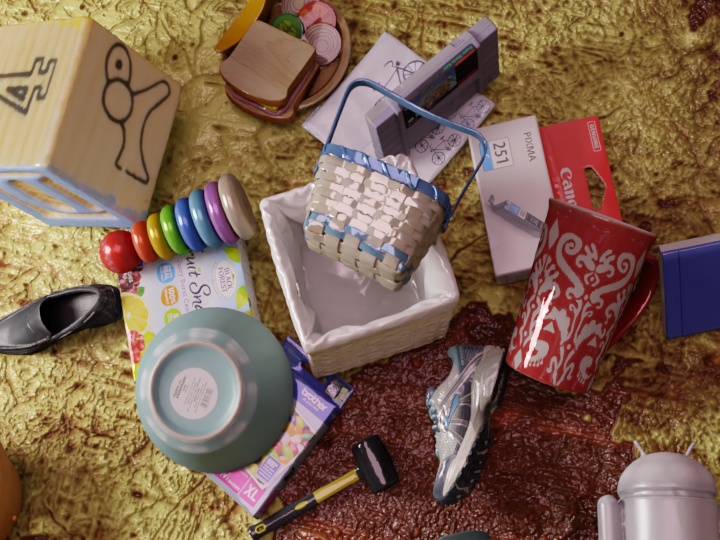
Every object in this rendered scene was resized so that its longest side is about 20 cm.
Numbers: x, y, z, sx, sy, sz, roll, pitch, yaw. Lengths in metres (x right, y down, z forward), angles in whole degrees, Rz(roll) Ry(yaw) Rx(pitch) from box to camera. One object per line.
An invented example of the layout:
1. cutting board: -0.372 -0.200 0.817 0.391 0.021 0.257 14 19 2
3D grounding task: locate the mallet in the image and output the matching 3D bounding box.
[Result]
1. mallet: -0.043 0.282 1.413 0.199 0.041 0.066 -37 74 1

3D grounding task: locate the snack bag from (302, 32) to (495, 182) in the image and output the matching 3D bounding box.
1. snack bag: 0.049 -0.207 1.551 0.199 0.021 0.189 40 83 17

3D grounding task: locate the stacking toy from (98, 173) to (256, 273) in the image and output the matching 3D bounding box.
1. stacking toy: -0.233 -0.046 1.449 0.197 0.085 0.087 -22 71 7

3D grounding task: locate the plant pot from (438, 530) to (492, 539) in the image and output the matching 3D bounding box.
1. plant pot: 0.108 0.408 1.277 0.197 0.201 0.199 -21 64 1

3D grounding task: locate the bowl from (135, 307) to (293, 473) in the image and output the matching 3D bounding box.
1. bowl: -0.183 0.142 1.378 0.197 0.105 0.205 0 84 4

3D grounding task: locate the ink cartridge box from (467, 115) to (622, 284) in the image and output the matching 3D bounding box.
1. ink cartridge box: 0.239 -0.099 1.478 0.173 0.045 0.204 -12 72 6

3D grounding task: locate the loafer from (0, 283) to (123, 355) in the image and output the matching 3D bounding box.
1. loafer: -0.401 0.059 1.501 0.197 0.070 0.069 -17 72 16

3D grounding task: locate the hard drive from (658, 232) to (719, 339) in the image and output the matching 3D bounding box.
1. hard drive: 0.456 0.008 1.375 0.196 0.134 0.026 -11 36 5

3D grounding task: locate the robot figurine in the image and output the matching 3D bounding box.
1. robot figurine: 0.347 0.294 1.308 0.166 0.113 0.204 5 73 -12

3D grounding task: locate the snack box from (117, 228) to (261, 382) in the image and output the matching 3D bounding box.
1. snack box: -0.220 0.032 1.494 0.166 0.068 0.204 -14 73 4

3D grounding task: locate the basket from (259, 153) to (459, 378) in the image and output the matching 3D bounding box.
1. basket: 0.000 0.000 1.413 0.197 0.161 0.201 -18 71 -4

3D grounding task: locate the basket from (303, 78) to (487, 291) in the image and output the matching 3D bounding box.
1. basket: 0.027 -0.097 1.288 0.174 0.139 0.202 26 81 8

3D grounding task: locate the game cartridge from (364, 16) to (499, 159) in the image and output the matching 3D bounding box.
1. game cartridge: 0.095 -0.223 1.470 0.199 0.130 0.039 -40 75 -5

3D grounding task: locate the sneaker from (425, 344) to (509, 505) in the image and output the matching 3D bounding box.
1. sneaker: 0.117 0.183 1.406 0.085 0.078 0.203 11 68 24

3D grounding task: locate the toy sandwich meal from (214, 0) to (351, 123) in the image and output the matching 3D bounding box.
1. toy sandwich meal: -0.109 -0.304 1.576 0.201 0.070 0.209 -2 73 8

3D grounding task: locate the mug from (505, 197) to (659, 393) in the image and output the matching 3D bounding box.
1. mug: 0.273 0.038 1.373 0.175 0.133 0.203 18 97 -8

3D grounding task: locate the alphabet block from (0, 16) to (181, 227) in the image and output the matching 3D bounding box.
1. alphabet block: -0.374 -0.184 1.488 0.193 0.195 0.204 3 71 33

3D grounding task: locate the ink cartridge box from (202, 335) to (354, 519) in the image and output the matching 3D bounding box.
1. ink cartridge box: -0.111 0.191 1.446 0.119 0.042 0.201 36 80 16

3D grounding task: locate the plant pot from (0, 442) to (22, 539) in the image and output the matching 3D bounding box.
1. plant pot: -0.506 0.277 1.424 0.196 0.140 0.204 -2 72 7
